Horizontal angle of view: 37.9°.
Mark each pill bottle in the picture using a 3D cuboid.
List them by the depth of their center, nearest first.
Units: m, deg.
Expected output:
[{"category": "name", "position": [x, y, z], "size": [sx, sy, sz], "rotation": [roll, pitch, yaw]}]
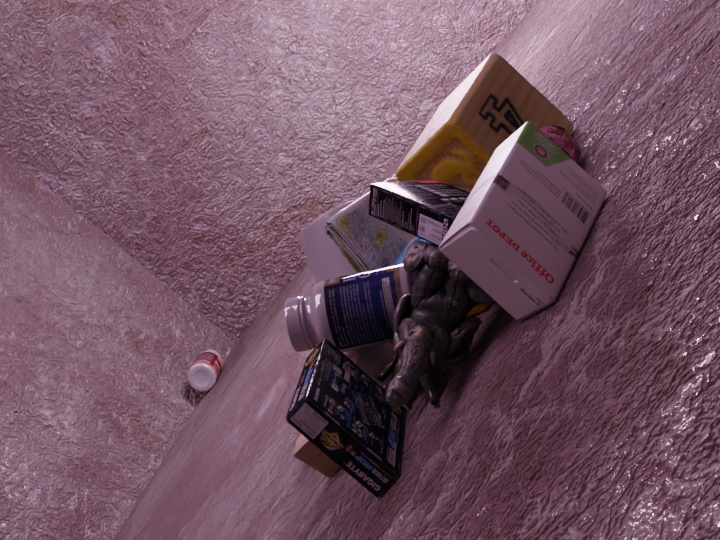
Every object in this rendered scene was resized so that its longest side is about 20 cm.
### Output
[{"category": "pill bottle", "position": [-0.010, 0.062, 1.580], "size": [0.196, 0.113, 0.111], "rotation": [-13, 16, 9]}, {"category": "pill bottle", "position": [-0.597, 0.381, 4.071], "size": [0.113, 0.113, 0.200], "rotation": [-49, 9, 14]}]

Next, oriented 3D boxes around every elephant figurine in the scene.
[{"category": "elephant figurine", "position": [0.091, 0.073, 1.382], "size": [0.141, 0.153, 0.203], "rotation": [27, 99, 53]}]

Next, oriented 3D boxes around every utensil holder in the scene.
[{"category": "utensil holder", "position": [0.000, 0.000, 1.824], "size": [0.168, 0.202, 0.170], "rotation": [-26, -12, -6]}]

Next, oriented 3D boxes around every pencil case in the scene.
[{"category": "pencil case", "position": [0.271, -0.137, 1.534], "size": [0.087, 0.082, 0.201], "rotation": [-52, 5, 36]}]

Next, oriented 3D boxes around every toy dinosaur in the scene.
[{"category": "toy dinosaur", "position": [0.077, 0.130, 1.461], "size": [0.103, 0.076, 0.200], "rotation": [-57, 4, 4]}]

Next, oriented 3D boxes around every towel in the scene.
[{"category": "towel", "position": [0.054, -0.056, 1.750], "size": [0.199, 0.172, 0.048], "rotation": [-35, -6, -37]}]

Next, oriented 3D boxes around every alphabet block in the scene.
[{"category": "alphabet block", "position": [0.209, -0.202, 1.774], "size": [0.201, 0.196, 0.195], "rotation": [-56, 8, -35]}]

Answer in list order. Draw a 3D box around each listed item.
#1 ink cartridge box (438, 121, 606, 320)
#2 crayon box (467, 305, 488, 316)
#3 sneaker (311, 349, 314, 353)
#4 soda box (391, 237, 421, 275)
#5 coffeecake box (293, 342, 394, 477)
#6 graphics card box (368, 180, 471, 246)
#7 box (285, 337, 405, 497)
[{"category": "ink cartridge box", "position": [0.207, -0.063, 1.326], "size": [0.201, 0.145, 0.084], "rotation": [-56, 11, -34]}, {"category": "crayon box", "position": [0.172, 0.007, 1.561], "size": [0.126, 0.051, 0.200], "rotation": [-54, 8, -21]}, {"category": "sneaker", "position": [-0.056, 0.137, 1.905], "size": [0.202, 0.079, 0.095], "rotation": [-62, 8, -17]}, {"category": "soda box", "position": [0.115, -0.025, 1.613], "size": [0.068, 0.064, 0.200], "rotation": [-54, 9, -24]}, {"category": "coffeecake box", "position": [-0.021, 0.193, 1.634], "size": [0.154, 0.073, 0.201], "rotation": [-47, 19, 30]}, {"category": "graphics card box", "position": [0.113, -0.079, 1.443], "size": [0.199, 0.124, 0.052], "rotation": [26, 115, 52]}, {"category": "box", "position": [-0.014, 0.190, 1.400], "size": [0.046, 0.159, 0.200], "rotation": [-46, 9, 17]}]
